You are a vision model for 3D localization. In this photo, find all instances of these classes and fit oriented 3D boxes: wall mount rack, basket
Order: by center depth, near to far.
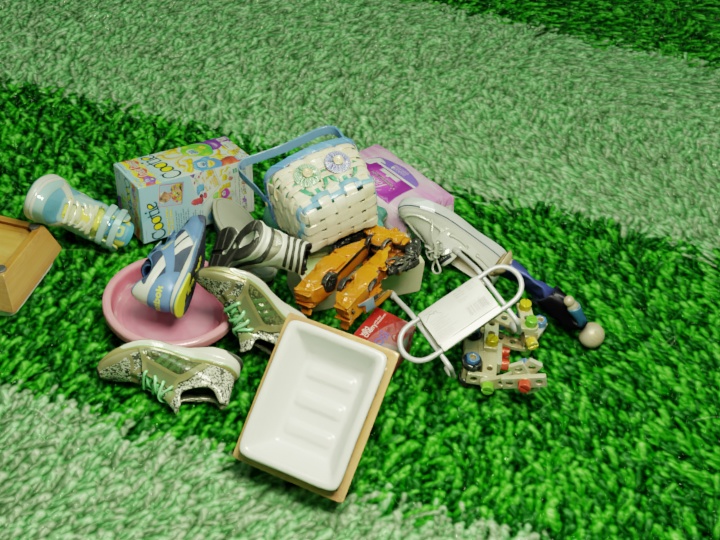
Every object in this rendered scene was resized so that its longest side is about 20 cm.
[{"bbox_3d":[0.129,0.050,1.518,0.200,0.075,0.174,-33,64,-4],"label":"wall mount rack"},{"bbox_3d":[-0.069,-0.137,1.624,0.176,0.139,0.200,-27,47,-18],"label":"basket"}]

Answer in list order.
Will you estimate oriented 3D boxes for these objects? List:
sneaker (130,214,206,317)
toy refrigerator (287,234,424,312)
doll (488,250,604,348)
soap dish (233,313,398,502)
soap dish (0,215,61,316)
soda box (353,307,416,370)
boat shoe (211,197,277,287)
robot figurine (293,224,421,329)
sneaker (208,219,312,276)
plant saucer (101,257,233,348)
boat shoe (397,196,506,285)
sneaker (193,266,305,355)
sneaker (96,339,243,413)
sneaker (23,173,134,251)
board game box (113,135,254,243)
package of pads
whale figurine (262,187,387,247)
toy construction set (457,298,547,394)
[{"bbox_3d":[-0.275,-0.017,1.577,0.082,0.074,0.200,8,39,4],"label":"sneaker"},{"bbox_3d":[-0.008,0.001,1.676,0.200,0.070,0.076,-10,44,-19],"label":"toy refrigerator"},{"bbox_3d":[0.291,0.047,1.642,0.200,0.136,0.048,37,84,1],"label":"doll"},{"bbox_3d":[-0.054,0.175,1.380,0.157,0.081,0.200,19,83,15],"label":"soap dish"},{"bbox_3d":[-0.574,-0.021,1.605,0.200,0.081,0.157,13,40,8],"label":"soap dish"},{"bbox_3d":[0.001,0.141,1.517,0.070,0.063,0.200,25,43,17],"label":"soda box"},{"bbox_3d":[-0.189,-0.036,1.692,0.075,0.062,0.200,-6,46,-37],"label":"boat shoe"},{"bbox_3d":[0.000,0.000,1.581,0.145,0.058,0.200,20,44,30],"label":"robot figurine"},{"bbox_3d":[-0.142,-0.015,1.564,0.115,0.200,0.076,22,75,-26],"label":"sneaker"},{"bbox_3d":[-0.278,0.057,1.582,0.200,0.051,0.201,4,41,-4],"label":"plant saucer"},{"bbox_3d":[0.137,-0.035,1.713,0.202,0.075,0.086,33,61,-13],"label":"boat shoe"},{"bbox_3d":[-0.156,0.069,1.516,0.200,0.077,0.089,36,56,-15],"label":"sneaker"},{"bbox_3d":[-0.262,0.150,1.464,0.200,0.077,0.089,2,49,-3],"label":"sneaker"},{"bbox_3d":[-0.421,-0.084,1.646,0.131,0.080,0.200,24,2,11],"label":"sneaker"},{"bbox_3d":[-0.287,-0.135,1.757,0.200,0.105,0.103,-19,38,-28],"label":"board game box"},{"bbox_3d":[0.051,-0.129,1.832,0.120,0.076,0.200,-27,50,-33],"label":"package of pads"},{"bbox_3d":[-0.059,-0.092,1.724,0.200,0.104,0.159,-2,26,11],"label":"whale figurine"},{"bbox_3d":[0.212,0.120,1.562,0.131,0.092,0.200,9,29,1],"label":"toy construction set"}]
